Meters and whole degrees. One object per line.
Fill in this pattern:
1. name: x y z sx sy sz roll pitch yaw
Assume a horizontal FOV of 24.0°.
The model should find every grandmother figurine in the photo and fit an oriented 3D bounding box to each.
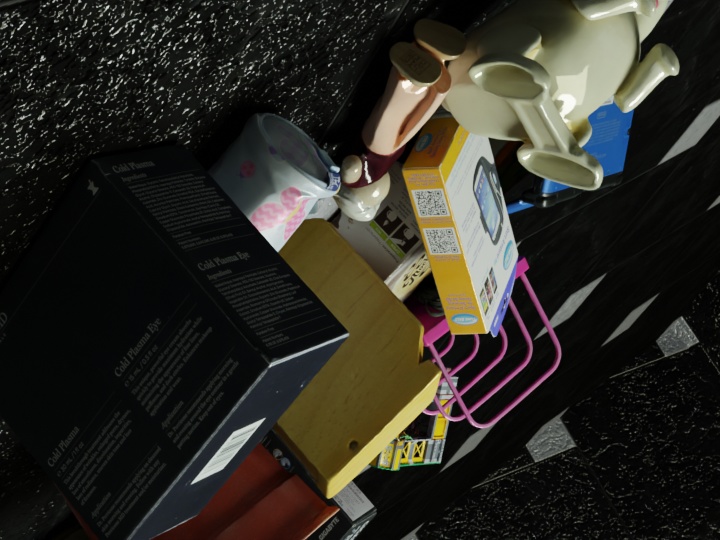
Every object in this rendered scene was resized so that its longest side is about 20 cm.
1. grandmother figurine: 0.021 -0.108 1.362 0.121 0.061 0.200 -38 165 -35

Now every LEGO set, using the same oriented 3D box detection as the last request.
1. LEGO set: 0.010 0.137 1.852 0.153 0.199 0.117 7 97 -45

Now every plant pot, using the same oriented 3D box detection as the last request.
1. plant pot: -0.155 0.192 1.441 0.200 0.196 0.201 -40 175 -4

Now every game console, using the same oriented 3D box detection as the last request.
1. game console: 0.177 -0.118 1.676 0.200 0.118 0.172 -19 120 -59

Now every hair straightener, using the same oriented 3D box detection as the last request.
1. hair straightener: 0.067 0.016 1.635 0.077 0.041 0.200 -55 -150 -6

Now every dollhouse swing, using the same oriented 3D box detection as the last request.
1. dollhouse swing: -0.034 0.073 1.448 0.182 0.200 0.176 -44 165 6

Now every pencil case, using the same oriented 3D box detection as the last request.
1. pencil case: -0.102 -0.022 1.233 0.200 0.083 0.091 -47 164 16

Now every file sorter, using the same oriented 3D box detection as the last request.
1. file sorter: 0.083 0.068 1.708 0.139 0.126 0.200 -36 -159 -24

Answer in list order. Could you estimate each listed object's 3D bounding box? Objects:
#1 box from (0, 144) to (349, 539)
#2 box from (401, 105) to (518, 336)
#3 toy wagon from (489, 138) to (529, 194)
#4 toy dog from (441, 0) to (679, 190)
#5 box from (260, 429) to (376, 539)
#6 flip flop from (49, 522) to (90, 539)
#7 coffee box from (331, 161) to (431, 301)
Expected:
1. box: -0.143 0.051 1.137 0.200 0.182 0.104 -49 165 27
2. box: 0.092 -0.040 1.484 0.119 0.041 0.201 -63 145 -48
3. toy wagon: 0.168 -0.148 1.679 0.200 0.040 0.155 -52 164 31
4. toy dog: 0.170 -0.184 1.362 0.200 0.140 0.193 -51 -151 -20
5. box: -0.106 0.234 1.724 0.050 0.199 0.200 -21 154 -51
6. flip flop: -0.330 0.329 1.678 0.200 0.058 0.081 -38 165 -18
7. coffee box: 0.000 0.000 1.572 0.200 0.080 0.113 -46 165 9
